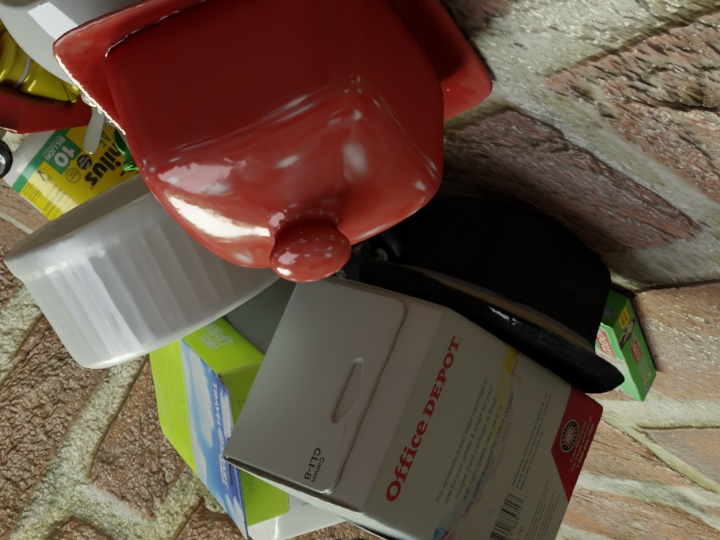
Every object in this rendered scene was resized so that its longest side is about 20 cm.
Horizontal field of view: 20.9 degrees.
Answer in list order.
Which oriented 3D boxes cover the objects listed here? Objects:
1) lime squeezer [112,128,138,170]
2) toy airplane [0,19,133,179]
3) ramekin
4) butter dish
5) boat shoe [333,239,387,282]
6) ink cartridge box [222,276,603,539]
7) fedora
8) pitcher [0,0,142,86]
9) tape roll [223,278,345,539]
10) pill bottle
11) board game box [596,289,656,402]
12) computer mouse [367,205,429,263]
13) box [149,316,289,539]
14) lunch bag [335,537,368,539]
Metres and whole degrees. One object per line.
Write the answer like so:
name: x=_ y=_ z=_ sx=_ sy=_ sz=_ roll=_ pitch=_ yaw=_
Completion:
lime squeezer: x=-0.166 y=-0.107 z=1.462 sx=0.037 sy=0.071 sz=0.200 roll=-7 pitch=-148 yaw=-12
toy airplane: x=-0.176 y=-0.145 z=1.296 sx=0.199 sy=0.199 sz=0.142 roll=20 pitch=127 yaw=10
ramekin: x=-0.138 y=-0.014 z=1.356 sx=0.098 sy=0.200 sz=0.200 roll=63 pitch=162 yaw=-10
butter dish: x=-0.036 y=-0.064 z=1.051 sx=0.198 sy=0.149 sz=0.200 roll=-18 pitch=151 yaw=16
boat shoe: x=0.000 y=0.000 z=1.440 sx=0.062 sy=0.073 sz=0.201 roll=-19 pitch=107 yaw=24
ink cartridge box: x=0.038 y=0.110 z=1.326 sx=0.144 sy=0.146 sz=0.200 roll=14 pitch=167 yaw=44
fedora: x=0.102 y=0.008 z=1.348 sx=0.199 sy=0.092 sz=0.201 roll=23 pitch=171 yaw=4
pitcher: x=-0.102 y=-0.152 z=1.131 sx=0.171 sy=0.122 sz=0.200 roll=3 pitch=166 yaw=38
tape roll: x=-0.069 y=0.107 z=1.504 sx=0.070 sy=0.204 sz=0.202 roll=-13 pitch=-175 yaw=-20
pill bottle: x=-0.215 y=-0.063 z=1.759 sx=0.200 sy=0.113 sz=0.113 roll=41 pitch=168 yaw=-6
board game box: x=0.156 y=0.037 z=1.516 sx=0.134 sy=0.029 sz=0.200 roll=25 pitch=169 yaw=21
computer mouse: x=0.022 y=-0.028 z=1.501 sx=0.139 sy=0.053 sz=0.200 roll=53 pitch=169 yaw=-4
box: x=-0.104 y=0.099 z=1.418 sx=0.200 sy=0.047 sz=0.123 roll=-143 pitch=42 yaw=-60
lunch bag: x=0.071 y=0.244 z=1.330 sx=0.199 sy=0.076 sz=0.160 roll=26 pitch=167 yaw=-37
